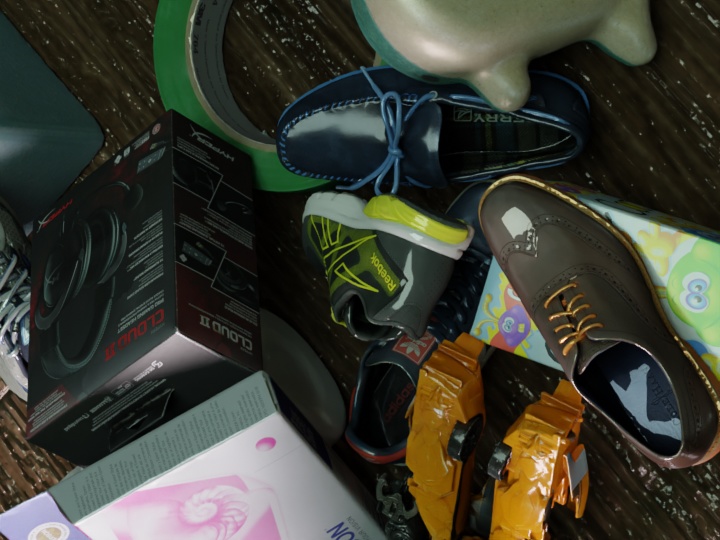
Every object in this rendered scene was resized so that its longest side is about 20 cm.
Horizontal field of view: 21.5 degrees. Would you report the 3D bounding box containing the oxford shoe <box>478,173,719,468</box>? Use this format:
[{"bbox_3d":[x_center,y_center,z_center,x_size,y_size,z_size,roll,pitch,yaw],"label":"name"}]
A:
[{"bbox_3d":[0.132,0.024,1.064,0.071,0.073,0.200,-45,74,18],"label":"oxford shoe"}]

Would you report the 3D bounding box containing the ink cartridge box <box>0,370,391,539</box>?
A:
[{"bbox_3d":[-0.100,0.169,1.201,0.199,0.197,0.044,-30,50,6],"label":"ink cartridge box"}]

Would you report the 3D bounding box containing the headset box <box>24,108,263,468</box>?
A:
[{"bbox_3d":[-0.139,0.023,1.209,0.148,0.077,0.201,-34,43,32],"label":"headset box"}]

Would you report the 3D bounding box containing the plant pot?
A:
[{"bbox_3d":[-0.342,-0.094,1.322,0.196,0.200,0.197,48,108,15],"label":"plant pot"}]

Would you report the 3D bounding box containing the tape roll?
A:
[{"bbox_3d":[-0.042,-0.153,1.268,0.199,0.048,0.203,0,91,24],"label":"tape roll"}]

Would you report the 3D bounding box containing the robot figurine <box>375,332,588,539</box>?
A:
[{"bbox_3d":[0.080,0.139,1.171,0.144,0.058,0.201,26,139,21],"label":"robot figurine"}]

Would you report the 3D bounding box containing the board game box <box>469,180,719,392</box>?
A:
[{"bbox_3d":[0.183,0.023,1.138,0.199,0.103,0.106,19,98,23],"label":"board game box"}]

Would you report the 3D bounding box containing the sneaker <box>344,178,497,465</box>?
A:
[{"bbox_3d":[0.049,0.037,1.210,0.075,0.084,0.202,25,101,22],"label":"sneaker"}]

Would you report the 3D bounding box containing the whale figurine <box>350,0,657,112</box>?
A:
[{"bbox_3d":[0.085,-0.171,1.163,0.104,0.198,0.161,156,116,-64],"label":"whale figurine"}]

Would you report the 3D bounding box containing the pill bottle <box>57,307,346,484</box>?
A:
[{"bbox_3d":[-0.115,0.126,1.269,0.200,0.114,0.114,-42,75,19],"label":"pill bottle"}]

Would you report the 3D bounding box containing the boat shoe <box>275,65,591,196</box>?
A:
[{"bbox_3d":[0.044,-0.091,1.178,0.198,0.069,0.085,-11,119,4],"label":"boat shoe"}]

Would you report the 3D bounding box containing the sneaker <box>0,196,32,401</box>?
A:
[{"bbox_3d":[-0.233,0.019,1.287,0.077,0.201,0.085,-41,35,-14],"label":"sneaker"}]

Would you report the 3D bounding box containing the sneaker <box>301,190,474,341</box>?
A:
[{"bbox_3d":[0.000,0.000,1.181,0.074,0.200,0.085,23,82,-16],"label":"sneaker"}]
